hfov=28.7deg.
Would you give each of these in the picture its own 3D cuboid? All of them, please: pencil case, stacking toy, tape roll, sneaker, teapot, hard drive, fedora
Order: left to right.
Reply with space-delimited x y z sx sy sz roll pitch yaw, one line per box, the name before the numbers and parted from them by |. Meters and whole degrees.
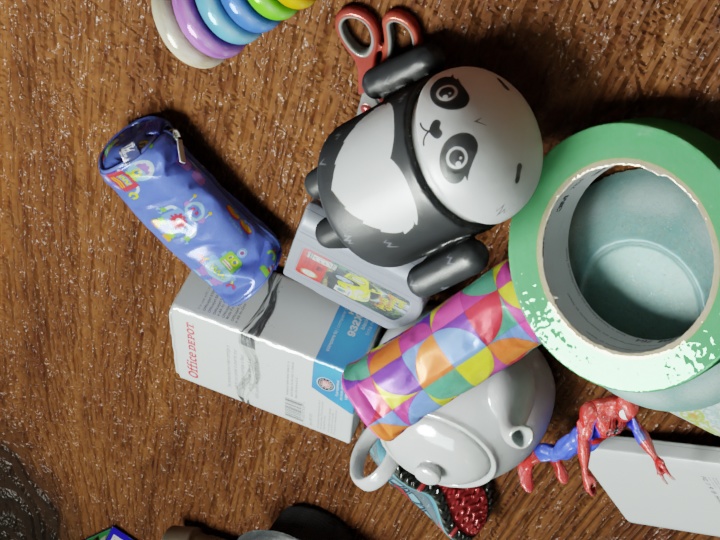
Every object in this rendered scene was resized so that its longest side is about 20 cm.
pencil case | -0.154 -0.058 1.305 0.086 0.079 0.200 -27 121 28
stacking toy | -0.061 -0.218 1.046 0.198 0.086 0.086 -15 129 36
fedora | -0.059 0.365 1.775 0.198 0.092 0.202 18 143 14
sneaker | 0.072 0.219 1.538 0.095 0.079 0.200 22 156 52
teapot | 0.083 0.141 1.347 0.195 0.147 0.201 15 145 16
pencil case | 0.080 0.069 1.230 0.199 0.089 0.088 -33 120 17
tape roll | 0.208 -0.012 1.056 0.198 0.048 0.203 9 105 35
hard drive | 0.320 0.212 1.361 0.199 0.026 0.132 1 139 46

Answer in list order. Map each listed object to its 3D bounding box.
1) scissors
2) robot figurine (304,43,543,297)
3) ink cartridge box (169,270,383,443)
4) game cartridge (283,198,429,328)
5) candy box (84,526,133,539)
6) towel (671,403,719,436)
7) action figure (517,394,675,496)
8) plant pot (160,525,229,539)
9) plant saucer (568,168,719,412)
scissors | 0.014 -0.138 1.146 0.072 0.014 0.201 16 142 12
robot figurine | 0.045 -0.076 1.074 0.199 0.125 0.151 -22 114 42
ink cartridge box | -0.084 0.076 1.423 0.198 0.084 0.146 20 148 9
game cartridge | 0.000 0.000 1.262 0.132 0.041 0.200 23 166 -1
candy box | -0.362 0.480 2.136 0.168 0.078 0.199 37 143 -17
towel | 0.298 0.068 1.203 0.198 0.048 0.172 27 148 0
action figure | 0.220 0.181 1.316 0.064 0.100 0.201 -11 155 -23
plant pot | -0.177 0.448 1.901 0.171 0.202 0.201 -1 140 7
plant saucer | 0.227 0.023 1.110 0.199 0.039 0.204 13 113 32
